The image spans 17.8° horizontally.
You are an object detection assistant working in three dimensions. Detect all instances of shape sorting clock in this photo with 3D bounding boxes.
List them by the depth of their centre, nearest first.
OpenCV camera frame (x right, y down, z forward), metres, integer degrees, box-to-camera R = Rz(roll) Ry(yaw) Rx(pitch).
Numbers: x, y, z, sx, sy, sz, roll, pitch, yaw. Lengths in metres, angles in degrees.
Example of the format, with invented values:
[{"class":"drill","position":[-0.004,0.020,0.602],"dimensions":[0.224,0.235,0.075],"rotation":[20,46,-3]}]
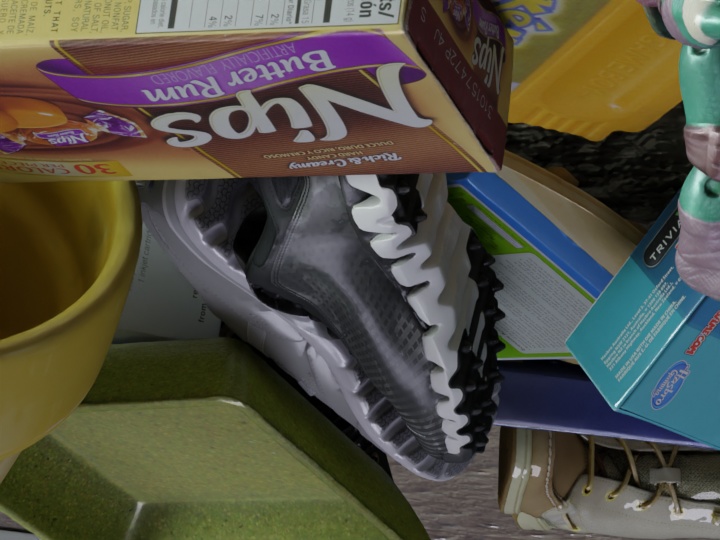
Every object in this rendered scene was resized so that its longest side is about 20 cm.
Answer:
[{"class":"shape sorting clock","position":[0.053,-0.013,0.975],"dimensions":[0.200,0.039,0.200],"rotation":[20,158,9]}]

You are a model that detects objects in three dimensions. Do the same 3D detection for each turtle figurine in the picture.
[{"class":"turtle figurine","position":[0.123,-0.094,0.674],"dimensions":[0.101,0.150,0.200],"rotation":[30,143,37]}]

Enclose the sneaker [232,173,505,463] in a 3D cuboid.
[{"class":"sneaker","position":[0.000,0.000,0.896],"dimensions":[0.090,0.066,0.200],"rotation":[1,138,21]}]

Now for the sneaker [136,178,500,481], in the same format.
[{"class":"sneaker","position":[-0.016,0.011,0.973],"dimensions":[0.200,0.075,0.082],"rotation":[48,159,-26]}]

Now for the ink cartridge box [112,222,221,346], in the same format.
[{"class":"ink cartridge box","position":[-0.173,-0.001,1.068],"dimensions":[0.200,0.083,0.145],"rotation":[12,160,-13]}]

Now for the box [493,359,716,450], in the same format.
[{"class":"box","position":[0.115,0.050,1.104],"dimensions":[0.200,0.032,0.121],"rotation":[5,-167,2]}]

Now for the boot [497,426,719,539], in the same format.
[{"class":"boot","position":[0.158,0.113,1.293],"dimensions":[0.155,0.072,0.200],"rotation":[4,165,11]}]

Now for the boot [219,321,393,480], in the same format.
[{"class":"boot","position":[-0.010,0.073,1.119],"dimensions":[0.077,0.138,0.200],"rotation":[-25,169,-6]}]

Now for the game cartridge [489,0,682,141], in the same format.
[{"class":"game cartridge","position":[0.038,-0.101,0.790],"dimensions":[0.200,0.032,0.176],"rotation":[14,160,-15]}]

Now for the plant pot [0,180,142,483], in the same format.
[{"class":"plant pot","position":[-0.203,0.029,0.894],"dimensions":[0.201,0.201,0.189],"rotation":[12,130,-13]}]

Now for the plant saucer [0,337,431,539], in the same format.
[{"class":"plant saucer","position":[-0.084,0.086,1.053],"dimensions":[0.200,0.048,0.200],"rotation":[-5,149,30]}]

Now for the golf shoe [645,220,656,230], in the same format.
[{"class":"golf shoe","position":[0.155,0.004,0.987],"dimensions":[0.088,0.077,0.200],"rotation":[10,161,21]}]

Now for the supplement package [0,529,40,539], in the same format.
[{"class":"supplement package","position":[-0.213,0.280,1.834],"dimensions":[0.200,0.110,0.114],"rotation":[6,160,3]}]

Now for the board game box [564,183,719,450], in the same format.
[{"class":"board game box","position":[0.199,0.011,0.895],"dimensions":[0.200,0.047,0.151],"rotation":[23,112,-37]}]

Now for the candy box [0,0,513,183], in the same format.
[{"class":"candy box","position":[-0.059,-0.075,0.771],"dimensions":[0.200,0.057,0.117],"rotation":[1,160,19]}]
